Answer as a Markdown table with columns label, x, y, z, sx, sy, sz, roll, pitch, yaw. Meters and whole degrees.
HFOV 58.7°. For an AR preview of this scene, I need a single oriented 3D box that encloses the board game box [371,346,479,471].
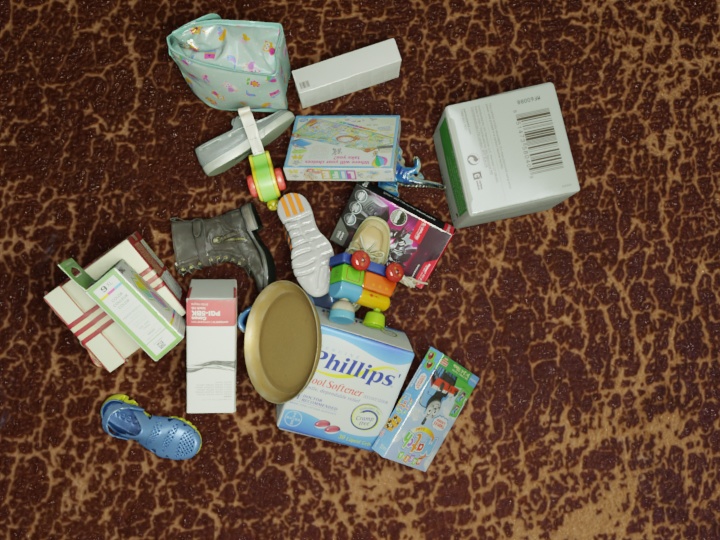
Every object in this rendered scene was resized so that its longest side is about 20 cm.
| label | x | y | z | sx | sy | sz | roll | pitch | yaw |
| --- | --- | --- | --- | --- | --- | --- | --- | --- | --- |
| board game box | 0.120 | 0.250 | 1.137 | 0.037 | 0.151 | 0.200 | 28 | 85 | 42 |

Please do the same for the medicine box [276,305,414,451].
| label | x | y | z | sx | sy | sz | roll | pitch | yaw |
| --- | --- | --- | --- | --- | --- | --- | --- | --- | --- |
| medicine box | -0.031 | 0.185 | 1.113 | 0.182 | 0.103 | 0.200 | 17 | 104 | -12 |

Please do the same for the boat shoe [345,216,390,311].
| label | x | y | z | sx | sy | sz | roll | pitch | yaw |
| --- | --- | --- | --- | --- | --- | --- | --- | --- | --- |
| boat shoe | 0.000 | 0.000 | 1.157 | 0.073 | 0.063 | 0.200 | 21 | 110 | 6 |

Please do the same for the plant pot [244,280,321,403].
| label | x | y | z | sx | sy | sz | roll | pitch | yaw |
| --- | --- | --- | --- | --- | --- | --- | --- | --- | --- |
| plant pot | -0.125 | 0.117 | 1.056 | 0.027 | 0.200 | 0.201 | 8 | 84 | -43 |

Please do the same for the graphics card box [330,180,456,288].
| label | x | y | z | sx | sy | sz | roll | pitch | yaw |
| --- | --- | --- | --- | --- | --- | --- | --- | --- | --- |
| graphics card box | 0.058 | -0.068 | 1.180 | 0.200 | 0.051 | 0.126 | 29 | 116 | 2 |

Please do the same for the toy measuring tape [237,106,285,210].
| label | x | y | z | sx | sy | sz | roll | pitch | yaw |
| --- | --- | --- | --- | --- | --- | --- | --- | --- | --- |
| toy measuring tape | -0.181 | -0.193 | 1.161 | 0.073 | 0.074 | 0.200 | -15 | 124 | -2 |

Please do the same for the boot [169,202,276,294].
| label | x | y | z | sx | sy | sz | roll | pitch | yaw |
| --- | --- | --- | --- | --- | --- | --- | --- | --- | --- |
| boot | -0.259 | -0.024 | 1.197 | 0.174 | 0.069 | 0.200 | -18 | 82 | 3 |

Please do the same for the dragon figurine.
| label | x | y | z | sx | sy | sz | roll | pitch | yaw |
| --- | --- | --- | --- | --- | --- | --- | --- | --- | --- |
| dragon figurine | 0.063 | -0.170 | 1.188 | 0.099 | 0.059 | 0.200 | -43 | 63 | -12 |

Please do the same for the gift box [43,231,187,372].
| label | x | y | z | sx | sy | sz | roll | pitch | yaw |
| --- | --- | --- | --- | --- | --- | --- | --- | --- | --- |
| gift box | -0.421 | 0.058 | 1.128 | 0.187 | 0.200 | 0.185 | -37 | 100 | -7 |

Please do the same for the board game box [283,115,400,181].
| label | x | y | z | sx | sy | sz | roll | pitch | yaw |
| --- | --- | --- | --- | --- | --- | --- | --- | --- | --- |
| board game box | -0.031 | -0.226 | 1.179 | 0.199 | 0.034 | 0.135 | 2 | 57 | 10 |

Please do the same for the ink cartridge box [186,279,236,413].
| label | x | y | z | sx | sy | sz | roll | pitch | yaw |
| --- | --- | --- | --- | --- | --- | --- | --- | --- | --- |
| ink cartridge box | -0.256 | 0.127 | 1.108 | 0.083 | 0.147 | 0.201 | 1 | 102 | -11 |

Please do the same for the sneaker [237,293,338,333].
| label | x | y | z | sx | sy | sz | roll | pitch | yaw |
| --- | --- | --- | --- | --- | --- | --- | --- | --- | --- |
| sneaker | -0.130 | 0.077 | 1.152 | 0.200 | 0.082 | 0.074 | -19 | 82 | 16 |

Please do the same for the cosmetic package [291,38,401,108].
| label | x | y | z | sx | sy | sz | roll | pitch | yaw |
| --- | --- | --- | --- | --- | --- | --- | --- | --- | --- |
| cosmetic package | -0.026 | -0.373 | 1.214 | 0.200 | 0.083 | 0.051 | -19 | 83 | -3 |

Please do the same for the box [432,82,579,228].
| label | x | y | z | sx | sy | sz | roll | pitch | yaw |
| --- | --- | --- | --- | --- | --- | --- | --- | --- | --- |
| box | 0.254 | -0.199 | 1.157 | 0.199 | 0.171 | 0.200 | -13 | 85 | -1 |

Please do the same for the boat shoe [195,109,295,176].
| label | x | y | z | sx | sy | sz | roll | pitch | yaw |
| --- | --- | --- | --- | --- | --- | --- | --- | --- | --- |
| boat shoe | -0.221 | -0.257 | 1.206 | 0.201 | 0.070 | 0.072 | -32 | 91 | 0 |

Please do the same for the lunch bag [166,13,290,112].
| label | x | y | z | sx | sy | sz | roll | pitch | yaw |
| --- | --- | --- | --- | --- | --- | --- | --- | --- | --- |
| lunch bag | -0.235 | -0.372 | 1.166 | 0.199 | 0.170 | 0.122 | 5 | 79 | 1 |

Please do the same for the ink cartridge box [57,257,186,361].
| label | x | y | z | sx | sy | sz | roll | pitch | yaw |
| --- | --- | --- | --- | --- | --- | --- | --- | --- | --- |
| ink cartridge box | -0.360 | 0.040 | 0.988 | 0.059 | 0.104 | 0.200 | -42 | 105 | -4 |

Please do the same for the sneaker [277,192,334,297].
| label | x | y | z | sx | sy | sz | roll | pitch | yaw |
| --- | --- | --- | --- | --- | --- | --- | --- | --- | --- |
| sneaker | -0.092 | -0.036 | 1.166 | 0.077 | 0.112 | 0.200 | -15 | 72 | -4 |

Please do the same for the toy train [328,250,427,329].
| label | x | y | z | sx | sy | sz | roll | pitch | yaw |
| --- | --- | --- | --- | --- | --- | --- | --- | --- | --- |
| toy train | 0.035 | 0.048 | 1.088 | 0.200 | 0.085 | 0.116 | 19 | 71 | -30 |

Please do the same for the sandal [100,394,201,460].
| label | x | y | z | sx | sy | sz | roll | pitch | yaw |
| --- | --- | --- | --- | --- | --- | --- | --- | --- | --- |
| sandal | -0.384 | 0.289 | 1.152 | 0.200 | 0.087 | 0.080 | 20 | 84 | -1 |
